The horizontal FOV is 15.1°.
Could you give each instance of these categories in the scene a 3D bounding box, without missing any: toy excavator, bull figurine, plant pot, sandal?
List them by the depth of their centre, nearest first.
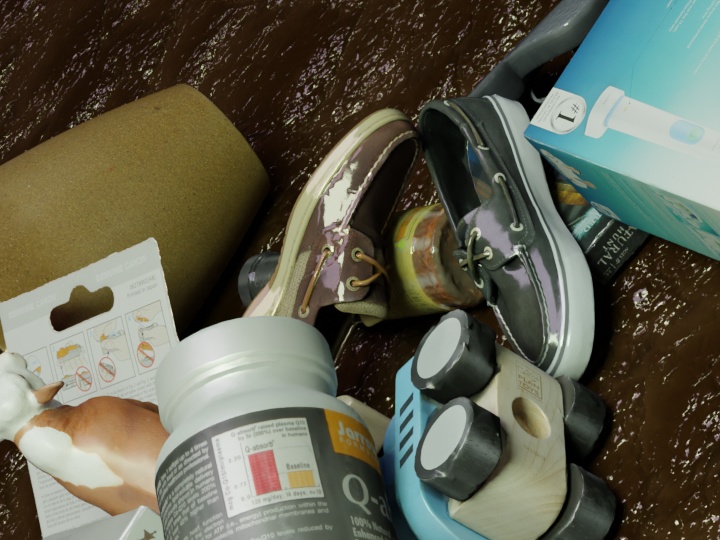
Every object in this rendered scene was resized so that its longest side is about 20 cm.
[{"bbox_3d":[0.031,0.107,1.456,0.200,0.100,0.195,-43,29,31],"label":"toy excavator"},{"bbox_3d":[-0.114,0.104,1.494,0.121,0.199,0.066,-17,-49,-67],"label":"bull figurine"},{"bbox_3d":[0.114,-0.124,1.584,0.076,0.043,0.200,-45,1,-15],"label":"sandal"},{"bbox_3d":[-0.161,-0.023,1.790,0.200,0.187,0.186,-41,28,-12],"label":"plant pot"}]

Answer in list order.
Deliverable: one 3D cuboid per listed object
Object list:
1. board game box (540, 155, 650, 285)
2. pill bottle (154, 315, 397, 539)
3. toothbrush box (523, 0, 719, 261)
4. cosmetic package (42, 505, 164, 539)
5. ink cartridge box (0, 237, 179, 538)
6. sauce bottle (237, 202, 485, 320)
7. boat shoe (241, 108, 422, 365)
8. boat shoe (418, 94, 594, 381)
[{"bbox_3d":[0.170,-0.097,1.535,0.200,0.028,0.135,-49,30,5],"label":"board game box"},{"bbox_3d":[-0.041,0.131,1.359,0.116,0.116,0.201,-33,54,28],"label":"pill bottle"},{"bbox_3d":[0.204,-0.083,1.387,0.199,0.085,0.147,23,77,49],"label":"toothbrush box"},{"bbox_3d":[-0.129,0.199,1.494,0.085,0.107,0.200,-56,11,-20],"label":"cosmetic package"},{"bbox_3d":[-0.136,0.097,1.626,0.160,0.050,0.202,-21,77,42],"label":"ink cartridge box"},{"bbox_3d":[0.000,0.000,1.627,0.199,0.066,0.066,-9,50,48],"label":"sauce bottle"},{"bbox_3d":[-0.010,0.007,1.541,0.072,0.072,0.201,31,92,27],"label":"boat shoe"},{"bbox_3d":[0.077,-0.018,1.506,0.069,0.056,0.201,117,148,-42],"label":"boat shoe"}]
